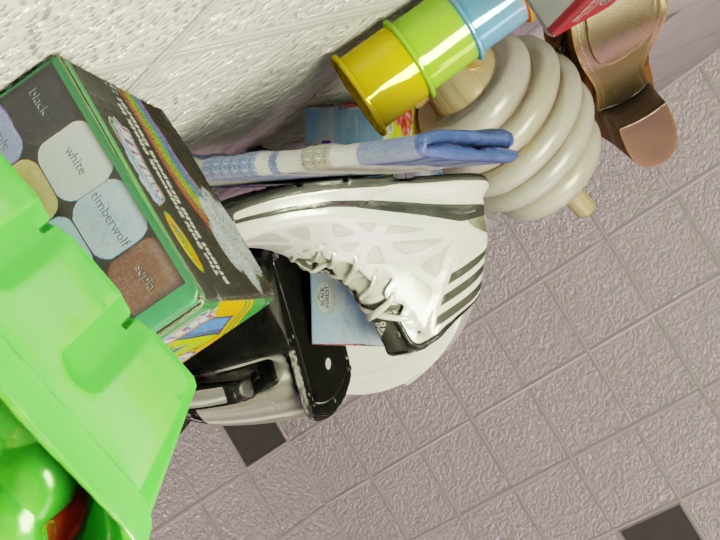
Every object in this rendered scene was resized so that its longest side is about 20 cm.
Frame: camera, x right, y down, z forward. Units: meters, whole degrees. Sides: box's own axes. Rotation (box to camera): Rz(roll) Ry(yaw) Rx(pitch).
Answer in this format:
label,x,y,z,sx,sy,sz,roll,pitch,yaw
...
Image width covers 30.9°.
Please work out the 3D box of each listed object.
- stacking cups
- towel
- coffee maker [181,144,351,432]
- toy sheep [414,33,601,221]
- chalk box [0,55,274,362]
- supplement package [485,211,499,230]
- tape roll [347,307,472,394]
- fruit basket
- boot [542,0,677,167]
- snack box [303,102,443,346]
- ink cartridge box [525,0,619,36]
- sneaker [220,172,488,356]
label,x,y,z,sx,sy,sz,roll,pitch,yaw
stacking cups,0.077,-0.165,0.809,0.199,0.061,0.061,-35,176,2
towel,-0.020,-0.068,0.777,0.197,0.024,0.146,-3,-177,29
coffee maker,-0.125,0.034,0.974,0.197,0.195,0.134,-13,165,19
toy sheep,0.112,-0.106,0.951,0.137,0.199,0.139,-37,-147,29
chalk box,-0.137,-0.005,0.592,0.123,0.126,0.200,-33,174,6
supplement package,0.061,-0.068,1.336,0.116,0.118,0.200,-32,175,9
tape roll,0.004,0.004,1.174,0.201,0.204,0.139,-33,175,8
fruit basket,-0.164,0.044,0.397,0.155,0.217,0.215,-35,175,35
boot,0.181,-0.191,0.996,0.076,0.201,0.156,-27,-147,3
snack box,0.023,-0.043,0.988,0.067,0.172,0.200,1,-173,21
ink cartridge box,0.182,-0.226,0.695,0.199,0.083,0.146,-31,175,-24
sneaker,0.000,0.000,0.835,0.198,0.117,0.075,-5,-178,-27
